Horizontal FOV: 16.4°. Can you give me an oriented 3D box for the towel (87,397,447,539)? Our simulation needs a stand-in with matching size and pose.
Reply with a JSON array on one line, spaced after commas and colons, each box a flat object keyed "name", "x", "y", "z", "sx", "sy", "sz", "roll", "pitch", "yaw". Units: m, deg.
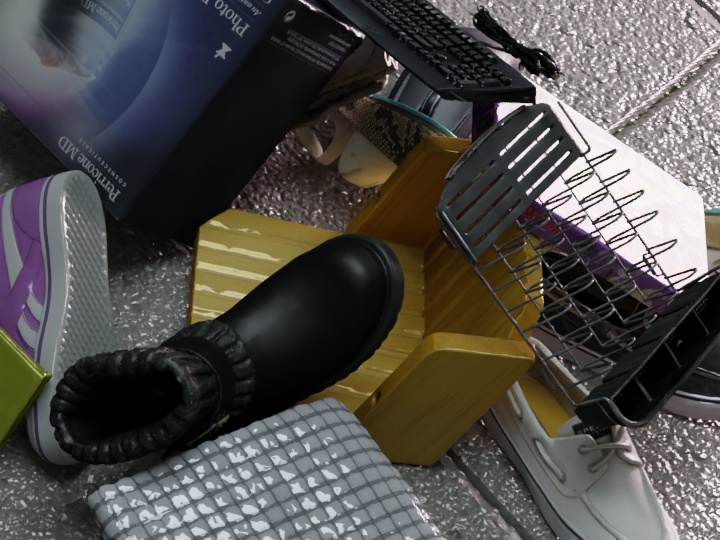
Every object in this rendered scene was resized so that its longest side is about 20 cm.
[{"name": "towel", "x": -0.053, "y": 0.187, "z": 1.542, "sx": 0.199, "sy": 0.086, "sz": 0.166, "roll": -22, "pitch": 62, "yaw": -28}]

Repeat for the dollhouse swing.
[{"name": "dollhouse swing", "x": 0.000, "y": 0.000, "z": 1.683, "sx": 0.175, "sy": 0.182, "sz": 0.201, "roll": 24, "pitch": 42, "yaw": -21}]

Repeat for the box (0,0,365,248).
[{"name": "box", "x": -0.142, "y": -0.158, "z": 1.749, "sx": 0.200, "sy": 0.199, "sz": 0.123, "roll": 43, "pitch": 11, "yaw": 26}]

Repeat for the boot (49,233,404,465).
[{"name": "boot", "x": -0.079, "y": 0.051, "z": 1.554, "sx": 0.080, "sy": 0.211, "sz": 0.158, "roll": 55, "pitch": 16, "yaw": 16}]

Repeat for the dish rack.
[{"name": "dish rack", "x": 0.143, "y": -0.010, "z": 1.606, "sx": 0.200, "sy": 0.054, "sz": 0.153, "roll": 54, "pitch": 52, "yaw": -9}]

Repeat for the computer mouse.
[{"name": "computer mouse", "x": 0.085, "y": -0.120, "z": 1.893, "sx": 0.140, "sy": 0.046, "sz": 0.200, "roll": 31, "pitch": 48, "yaw": 18}]

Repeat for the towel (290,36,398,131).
[{"name": "towel", "x": -0.060, "y": -0.151, "z": 1.829, "sx": 0.199, "sy": 0.035, "sz": 0.133, "roll": -18, "pitch": 40, "yaw": 21}]

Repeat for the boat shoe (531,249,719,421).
[{"name": "boat shoe", "x": 0.203, "y": 0.039, "z": 1.757, "sx": 0.199, "sy": 0.068, "sz": 0.074, "roll": 26, "pitch": 46, "yaw": 10}]

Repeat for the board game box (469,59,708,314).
[{"name": "board game box", "x": 0.158, "y": -0.051, "z": 1.704, "sx": 0.199, "sy": 0.032, "sz": 0.120, "roll": 31, "pitch": 43, "yaw": -25}]

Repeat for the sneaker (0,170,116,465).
[{"name": "sneaker", "x": -0.225, "y": 0.041, "z": 1.658, "sx": 0.114, "sy": 0.073, "sz": 0.202, "roll": -14, "pitch": 62, "yaw": 23}]

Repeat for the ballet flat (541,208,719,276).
[{"name": "ballet flat", "x": 0.221, "y": -0.015, "z": 1.832, "sx": 0.199, "sy": 0.069, "sz": 0.063, "roll": 7, "pitch": 74, "yaw": -5}]

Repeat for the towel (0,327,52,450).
[{"name": "towel", "x": -0.287, "y": 0.029, "z": 1.613, "sx": 0.200, "sy": 0.086, "sz": 0.018, "roll": 44, "pitch": 29, "yaw": 13}]

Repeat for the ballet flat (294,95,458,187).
[{"name": "ballet flat", "x": -0.002, "y": -0.103, "z": 1.818, "sx": 0.075, "sy": 0.068, "sz": 0.200, "roll": -48, "pitch": 42, "yaw": -1}]

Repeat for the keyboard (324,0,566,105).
[{"name": "keyboard", "x": 0.059, "y": -0.159, "z": 1.682, "sx": 0.126, "sy": 0.021, "sz": 0.200, "roll": 0, "pitch": 28, "yaw": -32}]

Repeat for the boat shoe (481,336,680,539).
[{"name": "boat shoe", "x": 0.150, "y": 0.122, "z": 1.663, "sx": 0.071, "sy": 0.070, "sz": 0.200, "roll": -16, "pitch": 53, "yaw": -27}]
